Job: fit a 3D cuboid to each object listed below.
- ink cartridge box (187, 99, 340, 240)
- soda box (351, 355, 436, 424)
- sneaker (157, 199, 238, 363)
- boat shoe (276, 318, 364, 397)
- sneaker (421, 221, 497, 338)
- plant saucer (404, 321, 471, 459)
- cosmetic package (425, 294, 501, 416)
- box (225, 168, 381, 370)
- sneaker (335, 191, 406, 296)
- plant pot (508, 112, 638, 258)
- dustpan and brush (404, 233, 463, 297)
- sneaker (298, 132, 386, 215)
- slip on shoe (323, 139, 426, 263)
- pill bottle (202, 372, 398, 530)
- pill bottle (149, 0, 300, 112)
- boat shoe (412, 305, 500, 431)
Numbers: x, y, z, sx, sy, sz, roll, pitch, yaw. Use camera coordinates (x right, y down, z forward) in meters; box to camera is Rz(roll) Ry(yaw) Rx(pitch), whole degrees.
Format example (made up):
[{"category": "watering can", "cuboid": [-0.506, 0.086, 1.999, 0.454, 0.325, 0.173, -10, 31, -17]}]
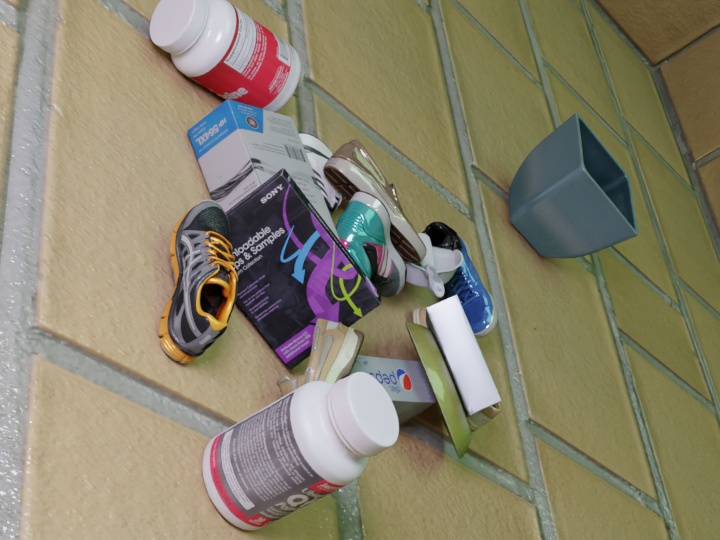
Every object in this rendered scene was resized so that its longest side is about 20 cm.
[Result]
[{"category": "ink cartridge box", "cuboid": [-0.123, -0.104, 1.580, 0.145, 0.084, 0.202, 8, 56, -58]}, {"category": "soda box", "cuboid": [0.013, 0.155, 1.569, 0.199, 0.068, 0.064, 12, 50, -56]}, {"category": "sneaker", "cuboid": [-0.168, 0.006, 1.367, 0.078, 0.077, 0.202, 28, 50, -36]}, {"category": "boat shoe", "cuboid": [-0.064, 0.148, 1.421, 0.075, 0.072, 0.202, 23, 59, 0]}, {"category": "sneaker", "cuboid": [0.147, 0.009, 1.933, 0.111, 0.076, 0.202, 38, 29, -46]}, {"category": "plant saucer", "cuboid": [0.111, 0.159, 1.675, 0.200, 0.031, 0.202, 157, -89, -90]}, {"category": "cosmetic package", "cuboid": [0.138, 0.122, 1.681, 0.200, 0.051, 0.152, 70, -4, -82]}, {"category": "box", "cuboid": [-0.089, 0.000, 1.469, 0.201, 0.142, 0.036, 52, 11, -11]}, {"category": "sneaker", "cuboid": [0.000, 0.000, 1.683, 0.121, 0.083, 0.201, -53, 147, -25]}, {"category": "plant pot", "cuboid": [0.397, -0.141, 2.381, 0.196, 0.199, 0.198, 45, 30, -27]}, {"category": "dustpan and brush", "cuboid": [0.096, -0.006, 1.789, 0.138, 0.058, 0.201, 11, 35, -13]}, {"category": "sneaker", "cuboid": [-0.037, -0.106, 1.764, 0.199, 0.075, 0.117, 25, 50, -36]}, {"category": "slip on shoe", "cuboid": [0.031, -0.096, 1.716, 0.200, 0.076, 0.061, 46, 65, -16]}, {"category": "pill bottle", "cuboid": [-0.060, 0.183, 1.269, 0.110, 0.199, 0.112, 38, 34, -33]}, {"category": "pill bottle", "cuboid": [-0.182, -0.295, 1.641, 0.199, 0.112, 0.113, 27, 40, -46]}, {"category": "boat shoe", "cuboid": [0.147, 0.135, 1.816, 0.202, 0.069, 0.074, 62, 27, 6]}]
